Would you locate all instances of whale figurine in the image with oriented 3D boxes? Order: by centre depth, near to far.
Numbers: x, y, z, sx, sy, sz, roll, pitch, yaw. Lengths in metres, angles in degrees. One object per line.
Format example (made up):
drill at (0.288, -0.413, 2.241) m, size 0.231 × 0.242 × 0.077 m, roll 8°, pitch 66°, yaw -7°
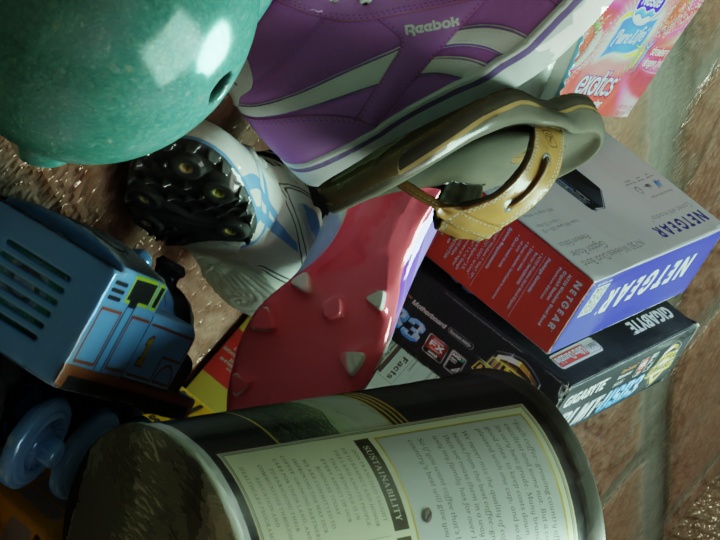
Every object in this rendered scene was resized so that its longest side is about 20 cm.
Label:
whale figurine at (-0.076, -0.098, 0.992) m, size 0.160 × 0.104 × 0.200 m, roll -56°, pitch 163°, yaw 11°

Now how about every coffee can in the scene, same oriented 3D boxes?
coffee can at (-0.011, 0.128, 1.146) m, size 0.199 × 0.147 × 0.147 m, roll -6°, pitch 136°, yaw -38°

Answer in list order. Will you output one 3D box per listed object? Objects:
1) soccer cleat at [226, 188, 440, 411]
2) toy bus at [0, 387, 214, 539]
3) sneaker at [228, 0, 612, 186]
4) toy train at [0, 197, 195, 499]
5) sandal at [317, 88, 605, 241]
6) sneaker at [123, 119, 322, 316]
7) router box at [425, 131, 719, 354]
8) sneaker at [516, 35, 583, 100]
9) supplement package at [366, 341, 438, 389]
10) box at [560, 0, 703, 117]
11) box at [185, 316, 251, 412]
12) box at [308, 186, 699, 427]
soccer cleat at (0.000, 0.000, 1.242) m, size 0.201 × 0.066 × 0.076 m, roll -65°, pitch 167°, yaw -1°
toy bus at (-0.151, 0.112, 1.266) m, size 0.200 × 0.078 × 0.065 m, roll -26°, pitch 150°, yaw -55°
sneaker at (0.023, -0.128, 1.142) m, size 0.200 × 0.073 × 0.114 m, roll -33°, pitch 122°, yaw 11°
toy train at (-0.130, 0.038, 1.166) m, size 0.115 × 0.086 × 0.200 m, roll -58°, pitch 163°, yaw 1°
sandal at (0.057, -0.041, 1.159) m, size 0.081 × 0.055 × 0.200 m, roll -29°, pitch 169°, yaw 27°
sneaker at (-0.062, -0.036, 1.239) m, size 0.200 × 0.071 × 0.073 m, roll 59°, pitch 44°, yaw -68°
router box at (0.084, -0.045, 1.390) m, size 0.049 × 0.179 × 0.200 m, roll -58°, pitch 163°, yaw 23°
sneaker at (0.068, -0.160, 1.218) m, size 0.077 × 0.080 × 0.202 m, roll -119°, pitch -147°, yaw -64°
supplement package at (0.032, 0.068, 1.599) m, size 0.200 × 0.111 × 0.156 m, roll -47°, pitch 162°, yaw -14°
box at (0.106, -0.150, 1.378) m, size 0.103 × 0.094 × 0.200 m, roll -57°, pitch 163°, yaw 14°
box at (-0.053, 0.062, 1.469) m, size 0.200 × 0.050 × 0.075 m, roll -49°, pitch 163°, yaw -9°
box at (0.066, 0.002, 1.401) m, size 0.200 × 0.198 × 0.050 m, roll -18°, pitch 142°, yaw -60°
